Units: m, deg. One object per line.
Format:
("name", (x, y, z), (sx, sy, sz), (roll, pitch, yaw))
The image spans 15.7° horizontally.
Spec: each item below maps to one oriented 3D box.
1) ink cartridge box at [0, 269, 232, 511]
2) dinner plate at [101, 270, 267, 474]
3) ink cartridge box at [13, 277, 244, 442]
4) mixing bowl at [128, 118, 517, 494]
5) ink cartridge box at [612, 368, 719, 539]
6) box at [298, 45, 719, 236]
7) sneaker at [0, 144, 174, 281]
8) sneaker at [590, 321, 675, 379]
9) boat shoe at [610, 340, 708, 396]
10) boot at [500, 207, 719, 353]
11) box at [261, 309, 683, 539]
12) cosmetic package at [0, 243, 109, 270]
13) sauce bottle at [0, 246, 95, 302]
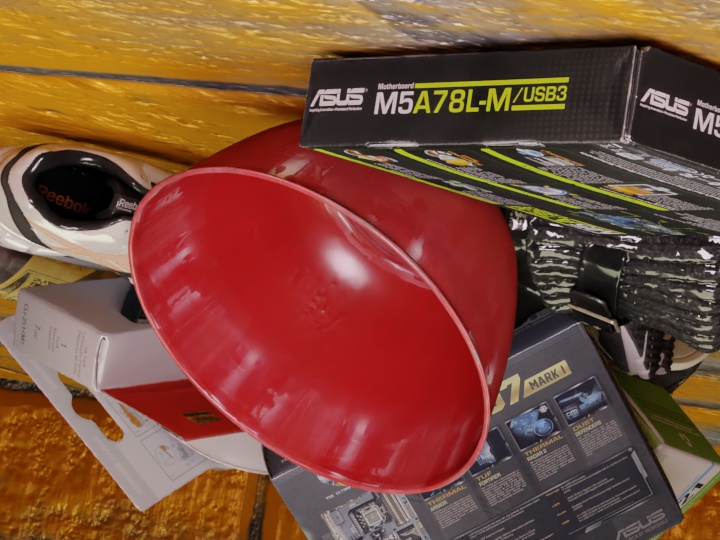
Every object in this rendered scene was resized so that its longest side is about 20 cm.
("ink cartridge box", (-0.139, 0.072, 1.745), (0.200, 0.160, 0.047), (-30, 166, -48))
("dinner plate", (-0.084, 0.049, 1.756), (0.200, 0.200, 0.024), (14, 137, -30))
("ink cartridge box", (-0.087, 0.048, 1.631), (0.200, 0.044, 0.173), (-6, -159, -43))
("mixing bowl", (-0.001, -0.002, 1.251), (0.200, 0.108, 0.200), (23, 142, 20))
("ink cartridge box", (0.113, 0.131, 1.584), (0.076, 0.148, 0.200), (52, -164, 28))
("box", (0.110, -0.052, 1.120), (0.200, 0.048, 0.193), (14, 174, -41))
("sneaker", (-0.118, -0.024, 1.484), (0.200, 0.074, 0.080), (12, 171, -20))
("sneaker", (0.152, 0.029, 1.609), (0.080, 0.074, 0.200), (10, 173, 11))
("boat shoe", (0.166, 0.076, 1.722), (0.074, 0.066, 0.199), (30, -151, 22))
("boot", (0.124, 0.000, 1.376), (0.158, 0.080, 0.211), (9, 173, 8))
("box", (0.065, 0.120, 1.504), (0.200, 0.158, 0.051), (-28, -151, 4))
("cosmetic package", (-0.129, -0.026, 1.640), (0.200, 0.051, 0.083), (4, 170, 40))
("sauce bottle", (-0.257, -0.012, 1.872), (0.066, 0.066, 0.200), (5, 172, 34))
